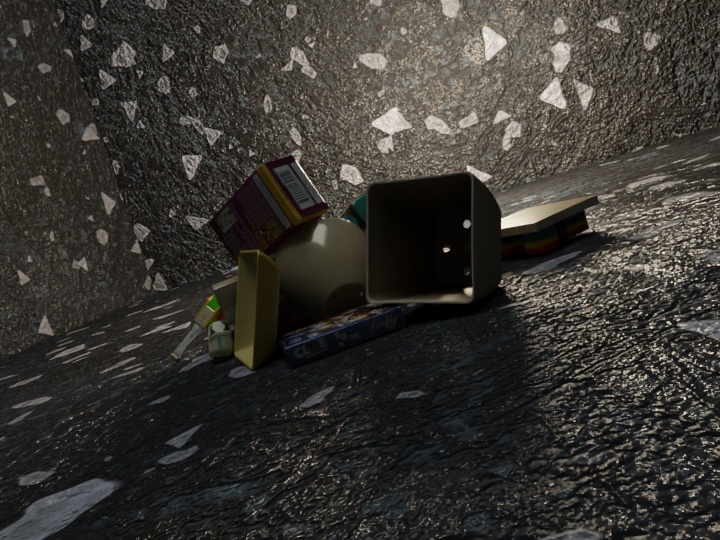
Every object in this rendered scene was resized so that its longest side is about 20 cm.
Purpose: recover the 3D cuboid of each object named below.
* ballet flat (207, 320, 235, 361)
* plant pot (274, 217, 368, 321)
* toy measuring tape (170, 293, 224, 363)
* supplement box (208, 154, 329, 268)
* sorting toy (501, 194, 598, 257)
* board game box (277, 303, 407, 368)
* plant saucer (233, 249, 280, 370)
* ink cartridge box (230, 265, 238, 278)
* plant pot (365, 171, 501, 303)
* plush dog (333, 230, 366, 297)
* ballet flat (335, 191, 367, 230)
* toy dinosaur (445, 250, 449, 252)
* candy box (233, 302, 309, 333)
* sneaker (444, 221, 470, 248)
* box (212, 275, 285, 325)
[{"bbox_3d":[-0.279,0.132,1.475,0.069,0.070,0.200,-19,6,-11],"label":"ballet flat"},{"bbox_3d":[-0.049,0.023,1.364,0.199,0.201,0.135,-19,41,-13],"label":"plant pot"},{"bbox_3d":[-0.323,0.117,1.561,0.201,0.073,0.074,-54,12,-6],"label":"toy measuring tape"},{"bbox_3d":[-0.178,-0.105,1.403,0.200,0.131,0.103,-38,-5,37],"label":"supplement box"},{"bbox_3d":[0.358,-0.082,1.508,0.198,0.070,0.199,-23,8,-33],"label":"sorting toy"},{"bbox_3d":[-0.034,0.100,1.213,0.199,0.035,0.135,-19,7,-10],"label":"board game box"},{"bbox_3d":[-0.184,0.065,1.307,0.048,0.202,0.200,2,0,-19],"label":"plant saucer"},{"bbox_3d":[-0.171,-0.007,1.658,0.199,0.084,0.145,-12,14,37],"label":"ink cartridge box"},{"bbox_3d":[0.139,-0.044,1.229,0.199,0.202,0.177,-2,-4,35],"label":"plant pot"},{"bbox_3d":[0.000,0.000,1.573,0.171,0.160,0.200,-35,17,33],"label":"plush dog"},{"bbox_3d":[-0.016,-0.099,1.479,0.200,0.071,0.065,-37,3,-34],"label":"ballet flat"},{"bbox_3d":[0.145,-0.054,1.757,0.135,0.086,0.200,-18,8,-21],"label":"toy dinosaur"},{"bbox_3d":[-0.185,0.091,1.576,0.136,0.061,0.200,-23,8,-26],"label":"candy box"},{"bbox_3d":[0.243,-0.078,1.632,0.198,0.079,0.099,-1,19,6],"label":"sneaker"},{"bbox_3d":[-0.189,0.032,1.466,0.199,0.078,0.095,-23,8,-12],"label":"box"}]
